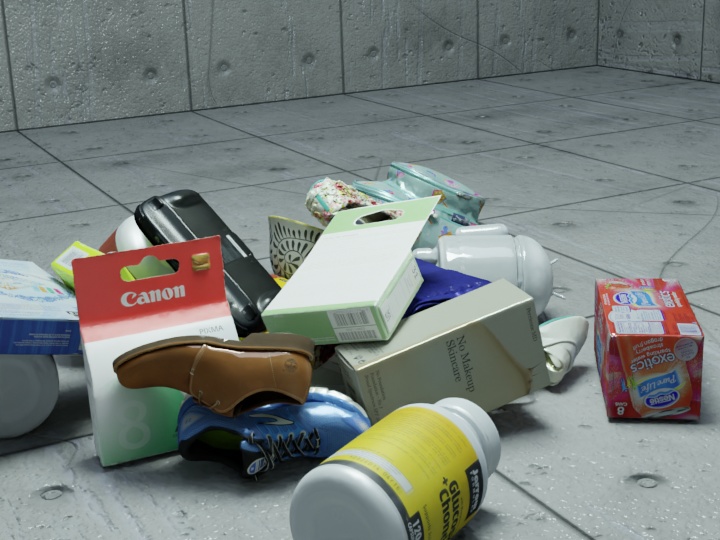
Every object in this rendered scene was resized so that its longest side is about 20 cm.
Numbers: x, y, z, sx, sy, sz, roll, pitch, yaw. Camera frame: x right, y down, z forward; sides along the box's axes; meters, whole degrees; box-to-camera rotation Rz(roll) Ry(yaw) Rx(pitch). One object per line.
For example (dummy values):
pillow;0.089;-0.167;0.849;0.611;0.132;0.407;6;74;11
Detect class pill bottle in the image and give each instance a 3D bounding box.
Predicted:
pill bottle;0.038;0.178;0.942;0.110;0.114;0.199;9;21;32
pill bottle;-0.398;0.097;1.259;0.109;0.113;0.200;-8;17;-19
pill bottle;-0.269;0.006;1.373;0.200;0.112;0.112;-42;0;26

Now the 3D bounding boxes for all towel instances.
towel;0.040;0.024;1.287;0.146;0.051;0.198;-11;21;-41

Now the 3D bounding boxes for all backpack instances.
backpack;0.071;-0.069;1.589;0.196;0.156;0.176;11;8;-12

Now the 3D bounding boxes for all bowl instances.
bowl;-0.044;0.009;1.481;0.198;0.096;0.201;21;-6;2

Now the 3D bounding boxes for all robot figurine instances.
robot figurine;0.162;0.012;1.462;0.196;0.114;0.172;-1;58;-1

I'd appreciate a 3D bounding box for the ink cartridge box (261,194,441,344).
ink cartridge box;0.000;0.000;1.209;0.143;0.049;0.201;-7;30;32

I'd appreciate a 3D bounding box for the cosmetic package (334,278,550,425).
cosmetic package;0.084;0.097;1.150;0.197;0.105;0.073;-22;22;-13

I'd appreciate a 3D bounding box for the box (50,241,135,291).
box;-0.254;0.065;1.275;0.048;0.201;0.121;-44;36;-21

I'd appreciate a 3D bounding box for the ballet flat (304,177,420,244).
ballet flat;0.011;-0.053;1.421;0.198;0.076;0.064;19;28;-41

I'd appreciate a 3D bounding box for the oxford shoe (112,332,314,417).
oxford shoe;-0.142;0.102;1.068;0.196;0.073;0.071;-3;-20;11

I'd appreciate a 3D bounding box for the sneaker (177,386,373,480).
sneaker;-0.083;0.166;1.093;0.196;0.080;0.090;1;35;5

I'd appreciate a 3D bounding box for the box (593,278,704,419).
box;0.313;0.081;1.254;0.098;0.097;0.200;1;17;7

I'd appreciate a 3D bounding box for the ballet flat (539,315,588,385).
ballet flat;0.185;0.107;1.263;0.197;0.071;0.069;-15;21;-25

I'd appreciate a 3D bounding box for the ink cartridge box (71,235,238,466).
ink cartridge box;-0.196;0.079;1.139;0.158;0.204;0.050;-10;15;-24

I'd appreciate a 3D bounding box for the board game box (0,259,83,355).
board game box;-0.384;0.033;1.173;0.198;0.044;0.198;6;16;-45

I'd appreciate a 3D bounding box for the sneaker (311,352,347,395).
sneaker;0.003;0.097;1.266;0.076;0.082;0.199;14;24;38

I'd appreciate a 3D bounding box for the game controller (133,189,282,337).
game controller;-0.165;-0.012;1.274;0.200;0.042;0.104;48;29;13

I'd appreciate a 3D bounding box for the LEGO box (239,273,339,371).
LEGO box;-0.104;0.076;1.348;0.147;0.079;0.199;-16;22;-36
